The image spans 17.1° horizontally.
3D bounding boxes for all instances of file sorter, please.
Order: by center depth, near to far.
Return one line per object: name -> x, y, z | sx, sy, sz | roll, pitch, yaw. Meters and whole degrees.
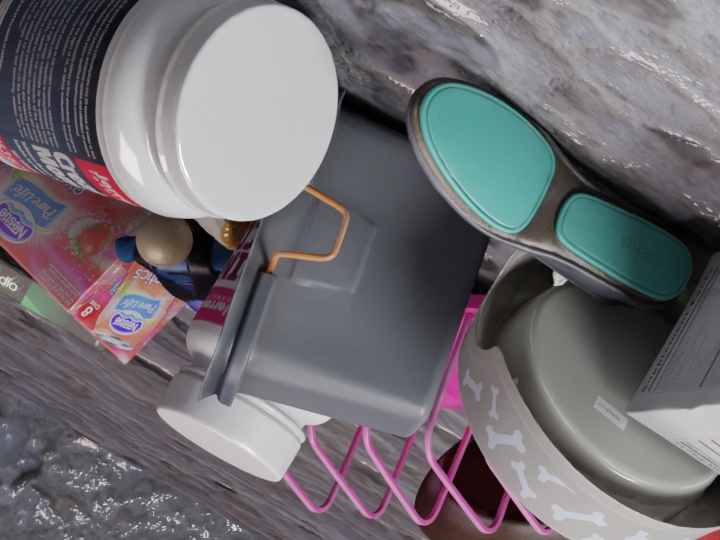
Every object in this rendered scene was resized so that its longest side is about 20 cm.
file sorter -> 0.046, 0.104, 1.689 | 0.200, 0.125, 0.139 | 3, 145, 32

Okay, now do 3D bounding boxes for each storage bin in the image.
storage bin -> 0.000, 0.000, 1.434 | 0.134, 0.200, 0.146 | 19, 166, -2

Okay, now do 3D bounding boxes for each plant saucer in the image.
plant saucer -> 0.138, 0.156, 1.756 | 0.200, 0.200, 0.032 | 18, 126, 41

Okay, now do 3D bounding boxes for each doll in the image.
doll -> -0.111, 0.002, 1.728 | 0.136, 0.048, 0.200 | 7, 162, 20

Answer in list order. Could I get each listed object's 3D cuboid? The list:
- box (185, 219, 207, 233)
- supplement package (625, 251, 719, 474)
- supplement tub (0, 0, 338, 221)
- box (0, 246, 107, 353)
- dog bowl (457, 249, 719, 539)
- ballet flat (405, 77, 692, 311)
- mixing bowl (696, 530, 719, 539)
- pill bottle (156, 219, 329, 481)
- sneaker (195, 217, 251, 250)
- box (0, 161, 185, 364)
box -> -0.040, 0.000, 1.795 | 0.200, 0.044, 0.160 | 37, 165, -26
supplement package -> 0.243, 0.053, 1.251 | 0.110, 0.114, 0.200 | 34, 167, -10
supplement tub -> -0.126, -0.109, 1.380 | 0.200, 0.140, 0.140 | 18, 162, 42
box -> -0.268, -0.029, 1.986 | 0.200, 0.144, 0.036 | 30, 125, -3
dog bowl -> 0.142, 0.076, 1.368 | 0.200, 0.200, 0.059 | 33, 130, -11
ballet flat -> 0.095, -0.038, 1.334 | 0.200, 0.073, 0.073 | 33, 166, -20
mixing bowl -> 0.201, 0.124, 1.538 | 0.200, 0.108, 0.200 | 51, 180, -1
pill bottle -> -0.045, 0.031, 1.583 | 0.113, 0.200, 0.113 | 28, 166, 8
sneaker -> -0.107, -0.080, 1.589 | 0.088, 0.076, 0.200 | 39, 162, 12
box -> -0.226, -0.034, 1.845 | 0.200, 0.095, 0.103 | 41, 174, 34
